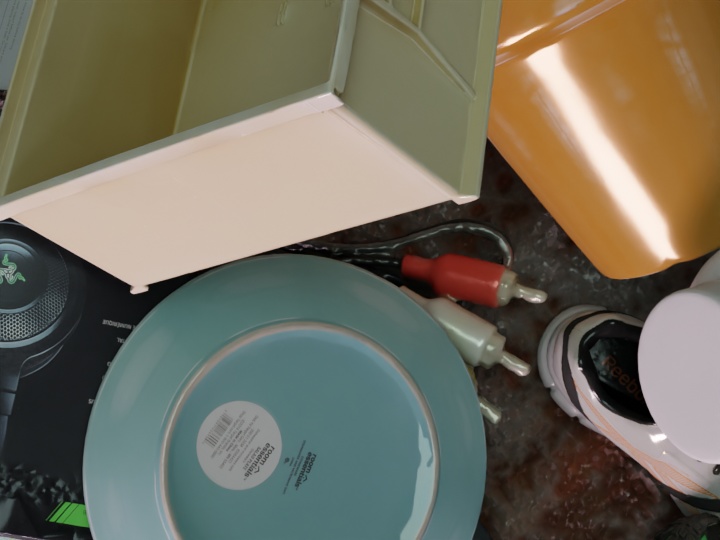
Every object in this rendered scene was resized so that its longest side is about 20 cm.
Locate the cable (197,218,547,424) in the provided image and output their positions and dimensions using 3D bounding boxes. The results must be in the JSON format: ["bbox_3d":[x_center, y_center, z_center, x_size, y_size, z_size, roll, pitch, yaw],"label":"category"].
[{"bbox_3d":[0.000,0.000,0.856,0.199,0.050,0.098,22,88,4],"label":"cable"}]

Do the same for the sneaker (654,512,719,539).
[{"bbox_3d":[0.173,0.220,0.823,0.085,0.078,0.201,-1,93,-4],"label":"sneaker"}]

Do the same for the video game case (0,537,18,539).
[{"bbox_3d":[-0.131,0.104,0.869,0.199,0.018,0.144,6,84,3],"label":"video game case"}]

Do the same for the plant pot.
[{"bbox_3d":[0.130,-0.105,0.802,0.199,0.200,0.184,-29,99,0],"label":"plant pot"}]

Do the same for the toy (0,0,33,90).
[{"bbox_3d":[-0.209,-0.143,0.856,0.199,0.047,0.116,8,76,26],"label":"toy"}]

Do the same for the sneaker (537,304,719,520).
[{"bbox_3d":[0.174,0.089,0.827,0.199,0.080,0.074,34,85,4],"label":"sneaker"}]

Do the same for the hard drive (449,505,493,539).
[{"bbox_3d":[0.020,0.191,0.819,0.139,0.033,0.201,-34,92,-14],"label":"hard drive"}]

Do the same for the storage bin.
[{"bbox_3d":[-0.044,-0.110,0.700,0.199,0.094,0.200,-15,55,39],"label":"storage bin"}]

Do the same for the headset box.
[{"bbox_3d":[-0.179,0.035,0.799,0.173,0.093,0.201,13,85,-16],"label":"headset box"}]

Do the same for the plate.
[{"bbox_3d":[-0.030,0.092,0.779,0.199,0.026,0.202,0,88,-17],"label":"plate"}]

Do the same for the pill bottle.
[{"bbox_3d":[0.227,0.030,0.771,0.199,0.109,0.110,-12,83,-33],"label":"pill bottle"}]
